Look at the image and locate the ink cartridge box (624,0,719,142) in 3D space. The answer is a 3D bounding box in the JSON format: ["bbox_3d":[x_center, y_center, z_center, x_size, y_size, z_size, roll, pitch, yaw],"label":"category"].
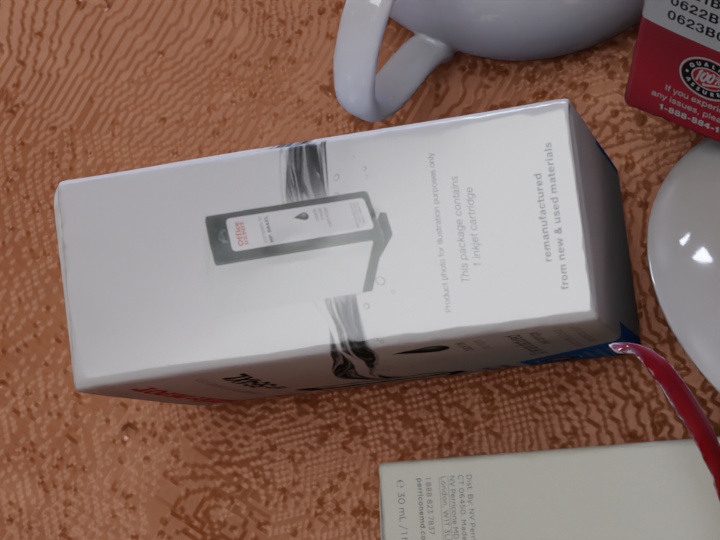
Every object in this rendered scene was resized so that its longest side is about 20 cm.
[{"bbox_3d":[0.198,-0.146,0.678,0.145,0.201,0.145,25,52,18],"label":"ink cartridge box"}]

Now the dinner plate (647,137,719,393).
[{"bbox_3d":[0.204,0.002,0.702,0.199,0.024,0.201,5,47,-6],"label":"dinner plate"}]

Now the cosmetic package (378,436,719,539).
[{"bbox_3d":[0.115,0.101,0.734,0.199,0.103,0.074,-5,83,15],"label":"cosmetic package"}]

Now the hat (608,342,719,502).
[{"bbox_3d":[0.181,0.141,0.663,0.165,0.201,0.177,-10,47,-11],"label":"hat"}]

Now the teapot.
[{"bbox_3d":[0.056,-0.183,0.770,0.196,0.146,0.201,-22,78,11],"label":"teapot"}]

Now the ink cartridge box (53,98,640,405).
[{"bbox_3d":[0.000,0.000,0.757,0.199,0.146,0.085,-9,82,14],"label":"ink cartridge box"}]
